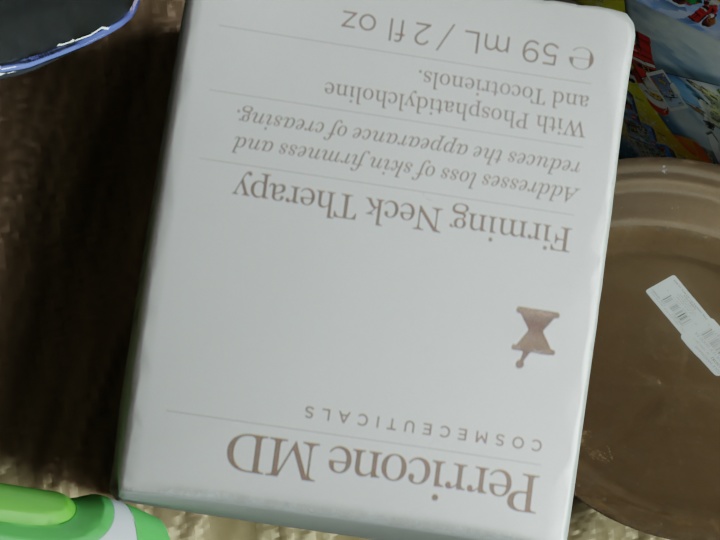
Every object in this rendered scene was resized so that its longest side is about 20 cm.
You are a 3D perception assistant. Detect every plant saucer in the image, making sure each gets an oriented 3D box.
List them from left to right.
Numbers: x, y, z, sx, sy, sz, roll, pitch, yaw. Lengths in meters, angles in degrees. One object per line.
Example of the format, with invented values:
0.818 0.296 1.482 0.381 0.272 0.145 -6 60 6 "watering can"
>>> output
0.138 0.043 1.224 0.200 0.200 0.029 61 35 -21 "plant saucer"

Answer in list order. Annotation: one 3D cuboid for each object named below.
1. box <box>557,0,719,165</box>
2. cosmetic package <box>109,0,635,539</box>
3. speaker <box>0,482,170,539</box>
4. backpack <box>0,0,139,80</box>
0.167 -0.064 1.224 0.038 0.200 0.137 -39 135 -19 "box"
0.000 0.000 1.091 0.167 0.166 0.201 8 83 -5 "cosmetic package"
-0.171 0.109 1.007 0.199 0.088 0.089 11 82 -20 "speaker"
-0.182 -0.155 0.992 0.200 0.154 0.191 -27 115 -43 "backpack"
